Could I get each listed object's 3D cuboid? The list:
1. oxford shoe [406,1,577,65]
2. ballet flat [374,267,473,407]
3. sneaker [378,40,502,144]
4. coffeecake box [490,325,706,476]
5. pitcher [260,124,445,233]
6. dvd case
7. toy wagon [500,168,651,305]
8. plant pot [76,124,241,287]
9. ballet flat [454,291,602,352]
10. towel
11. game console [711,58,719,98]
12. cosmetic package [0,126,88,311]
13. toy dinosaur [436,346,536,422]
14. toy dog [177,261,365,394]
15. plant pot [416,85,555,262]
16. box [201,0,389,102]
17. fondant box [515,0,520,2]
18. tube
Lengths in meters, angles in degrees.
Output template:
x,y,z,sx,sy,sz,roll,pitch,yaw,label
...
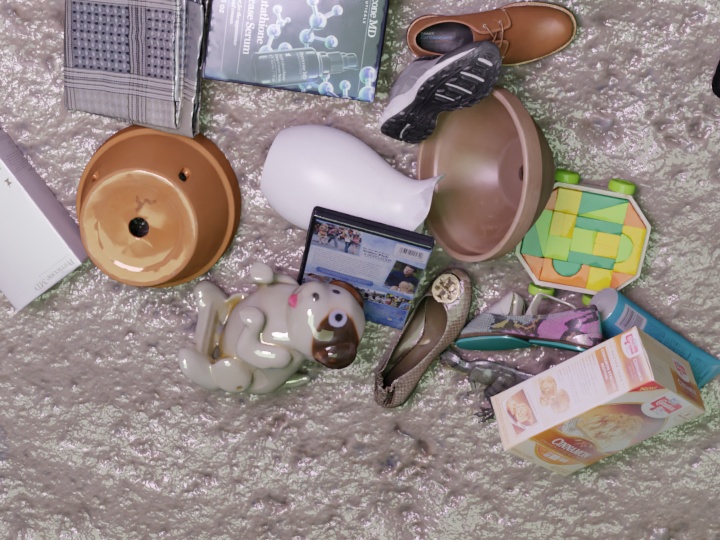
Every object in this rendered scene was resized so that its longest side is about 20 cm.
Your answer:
x,y,z,sx,sy,sz,roll,pitch,yaw,label
0.152,-0.267,1.517,0.198,0.071,0.072,-6,103,3,oxford shoe
0.071,0.084,1.614,0.067,0.046,0.201,44,111,35,ballet flat
0.085,-0.215,1.483,0.073,0.200,0.080,17,65,-27,sneaker
0.280,0.158,1.554,0.199,0.074,0.153,-30,145,26,coffeecake box
-0.015,-0.075,1.552,0.198,0.122,0.173,20,133,8,pitcher
0.000,0.000,1.553,0.141,0.018,0.201,15,149,-1,dvd case
0.243,-0.041,1.587,0.198,0.040,0.157,10,105,0,toy wagon
-0.248,-0.065,1.553,0.198,0.140,0.202,1,106,3,plant pot
0.202,0.062,1.582,0.199,0.069,0.072,-1,76,40,ballet flat
-0.263,-0.262,1.519,0.198,0.034,0.195,13,107,25,towel
0.529,-0.270,1.525,0.175,0.116,0.202,25,106,27,game console
-0.425,-0.066,1.589,0.107,0.085,0.201,-36,99,8,cosmetic package
0.182,0.144,1.625,0.198,0.048,0.089,7,127,12,toy dinosaur
-0.088,0.079,1.560,0.199,0.140,0.194,-19,125,32,toy dog
0.158,-0.112,1.523,0.092,0.200,0.203,-2,109,-36,plant pot
-0.070,-0.283,1.503,0.198,0.107,0.150,8,104,-1,box
0.213,-0.354,1.423,0.143,0.200,0.059,-27,104,9,fondant box
0.357,0.093,1.602,0.199,0.051,0.077,36,110,-25,tube
